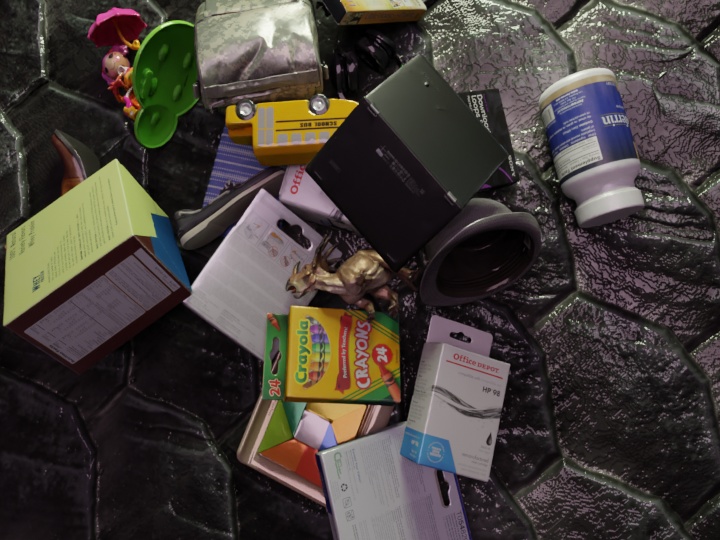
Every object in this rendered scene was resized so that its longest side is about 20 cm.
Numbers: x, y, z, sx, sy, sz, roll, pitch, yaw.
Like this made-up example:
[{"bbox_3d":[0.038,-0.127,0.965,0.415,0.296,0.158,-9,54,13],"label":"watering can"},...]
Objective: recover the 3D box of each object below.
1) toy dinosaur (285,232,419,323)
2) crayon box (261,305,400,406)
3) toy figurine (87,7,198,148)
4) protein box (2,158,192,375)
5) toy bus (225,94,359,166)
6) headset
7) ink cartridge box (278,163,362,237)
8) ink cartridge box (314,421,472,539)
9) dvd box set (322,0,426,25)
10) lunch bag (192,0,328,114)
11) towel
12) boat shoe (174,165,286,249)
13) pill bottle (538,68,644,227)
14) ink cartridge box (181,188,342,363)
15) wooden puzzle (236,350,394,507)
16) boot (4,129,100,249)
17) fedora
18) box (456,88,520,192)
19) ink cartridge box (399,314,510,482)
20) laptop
[{"bbox_3d":[0.000,0.000,0.830,0.135,0.195,0.088,42,129,41],"label":"toy dinosaur"},{"bbox_3d":[-0.040,0.123,0.815,0.193,0.051,0.132,4,70,-13],"label":"crayon box"},{"bbox_3d":[-0.366,-0.334,0.926,0.182,0.149,0.205,34,110,22],"label":"toy figurine"},{"bbox_3d":[-0.375,-0.008,0.814,0.197,0.136,0.200,-34,47,-1],"label":"protein box"},{"bbox_3d":[-0.091,-0.197,0.813,0.192,0.065,0.081,-3,82,4],"label":"toy bus"},{"bbox_3d":[-0.001,-0.335,0.896,0.122,0.094,0.203,-34,91,-2],"label":"headset"},{"bbox_3d":[-0.008,-0.137,0.872,0.194,0.086,0.151,17,83,8],"label":"ink cartridge box"},{"bbox_3d":[0.049,0.329,0.807,0.194,0.040,0.207,-11,82,-21],"label":"ink cartridge box"},{"bbox_3d":[0.002,-0.449,0.883,0.197,0.029,0.149,-26,80,-43],"label":"dvd box set"},{"bbox_3d":[-0.151,-0.316,0.850,0.193,0.142,0.171,-10,45,-3],"label":"lunch bag"},{"bbox_3d":[-0.174,-0.147,0.920,0.140,0.024,0.207,12,81,10],"label":"towel"},{"bbox_3d":[-0.202,-0.110,0.869,0.197,0.073,0.064,-33,76,7],"label":"boat shoe"},{"bbox_3d":[0.340,-0.176,0.837,0.112,0.116,0.207,-13,82,2],"label":"pill bottle"},{"bbox_3d":[-0.145,0.011,0.855,0.161,0.057,0.203,37,80,-13],"label":"ink cartridge box"},{"bbox_3d":[-0.066,0.235,0.846,0.195,0.037,0.190,23,84,7],"label":"wooden puzzle"},{"bbox_3d":[-0.496,-0.100,0.927,0.199,0.068,0.190,-41,88,5],"label":"boot"},{"bbox_3d":[0.160,-0.037,0.820,0.193,0.180,0.092,-14,51,-12],"label":"fedora"},{"bbox_3d":[0.135,-0.181,0.829,0.194,0.036,0.148,-14,90,-26],"label":"box"},{"bbox_3d":[0.138,0.175,0.803,0.112,0.067,0.207,17,79,-15],"label":"ink cartridge box"},{"bbox_3d":[0.064,-0.146,0.770,0.188,0.116,0.200,47,115,0],"label":"laptop"}]
